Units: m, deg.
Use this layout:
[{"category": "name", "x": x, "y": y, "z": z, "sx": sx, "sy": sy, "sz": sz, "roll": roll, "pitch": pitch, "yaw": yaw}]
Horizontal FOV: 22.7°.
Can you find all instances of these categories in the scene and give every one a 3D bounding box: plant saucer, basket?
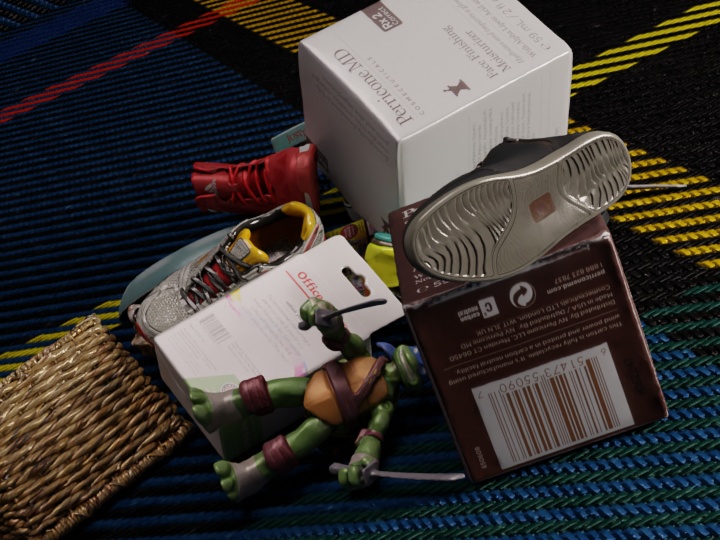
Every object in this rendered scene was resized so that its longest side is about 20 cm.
[{"category": "plant saucer", "x": -0.160, "y": -0.004, "z": 1.824, "sx": 0.200, "sy": 0.027, "sz": 0.200, "roll": -26, "pitch": -7, "yaw": -4}, {"category": "basket", "x": -0.280, "y": 0.166, "z": 1.631, "sx": 0.200, "sy": 0.149, "sz": 0.143, "roll": -39, "pitch": -6, "yaw": -34}]

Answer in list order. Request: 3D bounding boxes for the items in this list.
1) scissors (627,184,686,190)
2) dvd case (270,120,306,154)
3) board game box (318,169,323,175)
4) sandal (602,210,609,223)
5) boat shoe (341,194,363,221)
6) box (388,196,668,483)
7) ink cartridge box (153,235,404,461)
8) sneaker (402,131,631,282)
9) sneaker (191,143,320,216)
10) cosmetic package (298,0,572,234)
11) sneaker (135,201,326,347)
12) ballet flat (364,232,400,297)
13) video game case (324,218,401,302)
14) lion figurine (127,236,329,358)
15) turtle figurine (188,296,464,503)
[{"category": "scissors", "x": 0.222, "y": -0.080, "z": 1.763, "sx": 0.199, "sy": 0.014, "sz": 0.073, "roll": 1, "pitch": -15, "yaw": 13}, {"category": "dvd case", "x": 0.010, "y": -0.176, "z": 1.893, "sx": 0.146, "sy": 0.022, "sz": 0.200, "roll": -24, "pitch": 1, "yaw": 32}, {"category": "board game box", "x": -0.081, "y": -0.111, "z": 2.030, "sx": 0.135, "sy": 0.035, "sz": 0.200, "roll": -26, "pitch": 5, "yaw": -8}, {"category": "sandal", "x": 0.151, "y": -0.054, "z": 1.738, "sx": 0.200, "sy": 0.048, "sz": 0.075, "roll": 2, "pitch": 32, "yaw": 47}, {"category": "boat shoe", "x": 0.067, "y": -0.105, "z": 1.912, "sx": 0.199, "sy": 0.064, "sz": 0.071, "roll": -14, "pitch": 24, "yaw": 21}, {"category": "box", "x": 0.128, "y": 0.032, "z": 1.415, "sx": 0.166, "sy": 0.165, "sz": 0.200, "roll": -20, "pitch": 22, "yaw": 5}, {"category": "ink cartridge box", "x": -0.068, "y": 0.066, "z": 1.589, "sx": 0.200, "sy": 0.067, "sz": 0.117, "roll": -30, "pitch": 58, "yaw": -18}, {"category": "sneaker", "x": 0.096, "y": -0.046, "z": 1.322, "sx": 0.200, "sy": 0.075, "sz": 0.106, "roll": -23, "pitch": 16, "yaw": -29}, {"category": "sneaker", "x": -0.104, "y": -0.077, "z": 1.730, "sx": 0.115, "sy": 0.079, "sz": 0.200, "roll": -2, "pitch": -8, "yaw": -9}, {"category": "cosmetic package", "x": 0.070, "y": -0.154, "z": 1.687, "sx": 0.200, "sy": 0.165, "sz": 0.165, "roll": -29, "pitch": 55, "yaw": -20}, {"category": "sneaker", "x": -0.121, "y": -0.002, "z": 1.633, "sx": 0.200, "sy": 0.078, "sz": 0.082, "roll": -36, "pitch": -19, "yaw": -15}, {"category": "ballet flat", "x": 0.098, "y": 0.011, "z": 1.607, "sx": 0.199, "sy": 0.067, "sz": 0.067, "roll": 8, "pitch": 3, "yaw": 19}, {"category": "video game case", "x": 0.000, "y": 0.000, "z": 1.744, "sx": 0.180, "sy": 0.026, "sz": 0.200, "roll": -20, "pitch": 23, "yaw": 4}, {"category": "lion figurine", "x": -0.128, "y": 0.023, "z": 1.739, "sx": 0.200, "sy": 0.073, "sz": 0.122, "roll": -32, "pitch": 10, "yaw": -18}, {"category": "turtle figurine", "x": -0.037, "y": 0.104, "z": 1.438, "sx": 0.193, "sy": 0.144, "sz": 0.200, "roll": -24, "pitch": 18, "yaw": 4}]
